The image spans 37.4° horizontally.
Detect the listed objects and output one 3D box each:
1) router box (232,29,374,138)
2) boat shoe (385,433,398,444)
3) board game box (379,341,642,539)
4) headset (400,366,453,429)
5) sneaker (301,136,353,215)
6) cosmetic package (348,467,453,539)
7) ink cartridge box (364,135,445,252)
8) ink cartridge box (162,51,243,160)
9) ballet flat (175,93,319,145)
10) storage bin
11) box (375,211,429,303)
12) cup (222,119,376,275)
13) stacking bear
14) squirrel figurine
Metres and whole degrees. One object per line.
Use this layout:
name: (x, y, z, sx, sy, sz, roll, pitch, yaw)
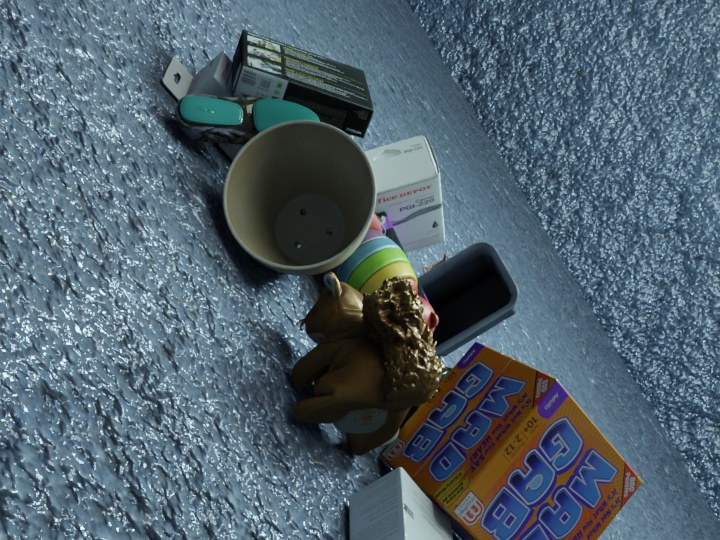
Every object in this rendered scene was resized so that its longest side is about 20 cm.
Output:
router box: (-0.084, -0.268, 1.524, 0.196, 0.052, 0.150, 17, 29, -15)
boat shoe: (0.016, 0.131, 1.402, 0.061, 0.074, 0.202, 90, -14, -46)
board game box: (0.185, 0.249, 1.342, 0.200, 0.200, 0.199, 47, -11, -23)
headset: (0.087, 0.177, 1.472, 0.198, 0.125, 0.094, 30, 17, -2)
sneaker: (-0.054, -0.128, 1.531, 0.075, 0.199, 0.089, -29, 95, -32)
cosmetic package: (0.048, 0.329, 1.154, 0.113, 0.080, 0.201, 48, 18, -27)
ink cartridge box: (0.057, -0.111, 1.713, 0.201, 0.143, 0.086, 76, -3, -58)
ink cartridge box: (-0.189, -0.235, 1.536, 0.200, 0.066, 0.116, 48, 19, -23)
ballet flat: (-0.154, -0.198, 1.443, 0.196, 0.073, 0.073, 5, 38, -13)
storage bin: (0.163, 0.054, 1.770, 0.147, 0.198, 0.134, 61, 8, 20)
box: (0.059, 0.030, 1.657, 0.144, 0.035, 0.202, 93, -25, -58)
cup: (-0.073, -0.077, 1.414, 0.202, 0.198, 0.144, 61, -5, 17)
stacking bear: (0.033, 0.025, 1.509, 0.113, 0.122, 0.201, 17, 31, -56)
squirrel figurine: (0.009, 0.088, 1.280, 0.141, 0.198, 0.189, 31, 38, -41)
